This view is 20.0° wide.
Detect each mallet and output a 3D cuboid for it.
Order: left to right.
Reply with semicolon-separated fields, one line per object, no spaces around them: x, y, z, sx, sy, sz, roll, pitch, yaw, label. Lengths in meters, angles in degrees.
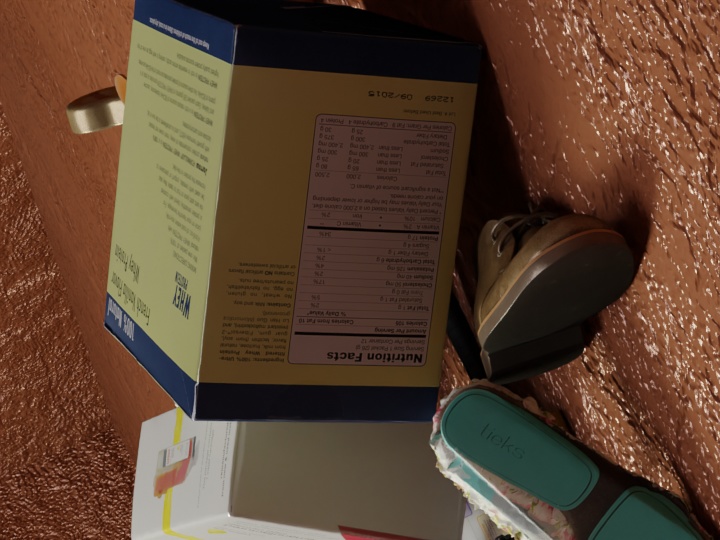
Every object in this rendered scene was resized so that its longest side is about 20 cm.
0.036;-0.006;1.241;0.200;0.041;0.066;66;165;-17;mallet

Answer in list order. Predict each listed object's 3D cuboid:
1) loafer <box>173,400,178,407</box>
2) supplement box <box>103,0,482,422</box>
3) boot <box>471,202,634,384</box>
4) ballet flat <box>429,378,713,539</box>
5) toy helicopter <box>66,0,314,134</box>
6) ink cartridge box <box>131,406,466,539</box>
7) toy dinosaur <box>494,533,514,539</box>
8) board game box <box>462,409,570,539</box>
-0.081;0.031;1.334;0.075;0.070;0.200;51;143;32;loafer
-0.044;-0.039;1.100;0.200;0.134;0.200;-147;62;-66;supplement box
0.081;-0.002;0.996;0.200;0.074;0.076;107;148;-74;boot
0.118;0.128;1.027;0.200;0.076;0.064;43;171;21;ballet flat
-0.114;-0.106;1.299;0.200;0.132;0.079;-5;114;37;toy helicopter
-0.040;0.127;1.227;0.200;0.145;0.084;154;124;-65;ink cartridge box
0.108;0.179;1.107;0.200;0.047;0.088;-24;94;58;toy dinosaur
0.089;0.182;1.222;0.153;0.040;0.200;65;150;7;board game box
